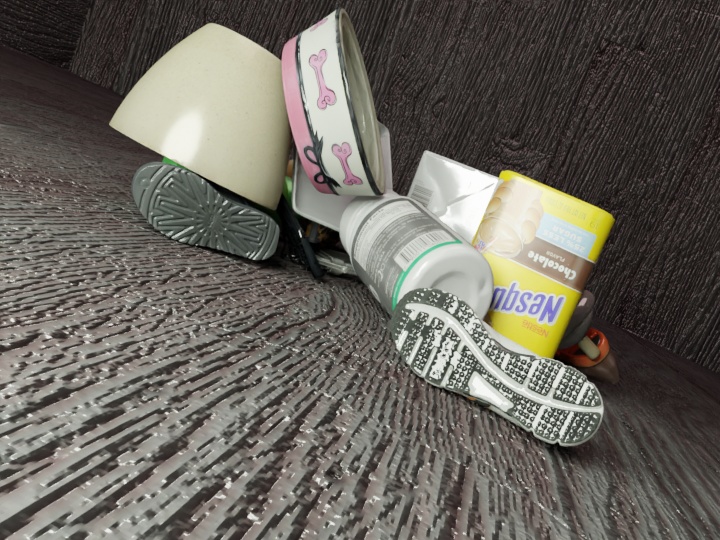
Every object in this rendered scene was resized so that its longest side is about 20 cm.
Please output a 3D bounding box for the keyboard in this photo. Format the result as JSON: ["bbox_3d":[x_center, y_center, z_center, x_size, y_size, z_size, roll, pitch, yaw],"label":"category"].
[{"bbox_3d":[-0.095,-0.054,0.831,0.201,0.039,0.105,60,-5,49],"label":"keyboard"}]

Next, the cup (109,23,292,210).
[{"bbox_3d":[-0.151,-0.176,0.741,0.197,0.146,0.200,27,2,-1],"label":"cup"}]

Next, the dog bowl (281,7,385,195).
[{"bbox_3d":[-0.029,-0.177,0.754,0.072,0.206,0.200,-11,2,10],"label":"dog bowl"}]

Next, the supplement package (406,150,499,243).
[{"bbox_3d":[0.143,-0.078,0.978,0.118,0.124,0.199,23,5,18],"label":"supplement package"}]

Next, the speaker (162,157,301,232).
[{"bbox_3d":[-0.172,-0.114,0.939,0.197,0.090,0.088,17,10,-42],"label":"speaker"}]

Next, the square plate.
[{"bbox_3d":[-0.024,-0.133,0.881,0.028,0.205,0.196,-18,-26,36],"label":"square plate"}]

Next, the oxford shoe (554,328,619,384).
[{"bbox_3d":[0.301,0.117,0.988,0.073,0.071,0.200,51,-3,-16],"label":"oxford shoe"}]

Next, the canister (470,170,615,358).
[{"bbox_3d":[0.184,0.007,0.773,0.146,0.204,0.086,25,7,16],"label":"canister"}]

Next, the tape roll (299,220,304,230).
[{"bbox_3d":[-0.138,-0.114,1.129,0.196,0.067,0.200,24,8,-4],"label":"tape roll"}]

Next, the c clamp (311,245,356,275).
[{"bbox_3d":[0.000,0.000,0.927,0.197,0.028,0.169,11,7,-41],"label":"c clamp"}]

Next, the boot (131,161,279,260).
[{"bbox_3d":[-0.189,-0.084,0.752,0.163,0.067,0.200,29,7,-33],"label":"boot"}]

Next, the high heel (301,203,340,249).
[{"bbox_3d":[-0.059,-0.054,0.963,0.070,0.145,0.202,16,-35,3],"label":"high heel"}]

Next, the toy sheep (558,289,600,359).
[{"bbox_3d":[0.236,0.041,0.890,0.200,0.138,0.138,46,9,3],"label":"toy sheep"}]

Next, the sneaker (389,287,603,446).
[{"bbox_3d":[0.109,0.085,0.574,0.198,0.075,0.080,33,-3,27],"label":"sneaker"}]

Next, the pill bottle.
[{"bbox_3d":[0.053,-0.013,0.752,0.111,0.115,0.200,19,17,-30],"label":"pill bottle"}]

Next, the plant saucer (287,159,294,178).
[{"bbox_3d":[-0.054,-0.134,1.115,0.197,0.036,0.200,28,5,-3],"label":"plant saucer"}]
